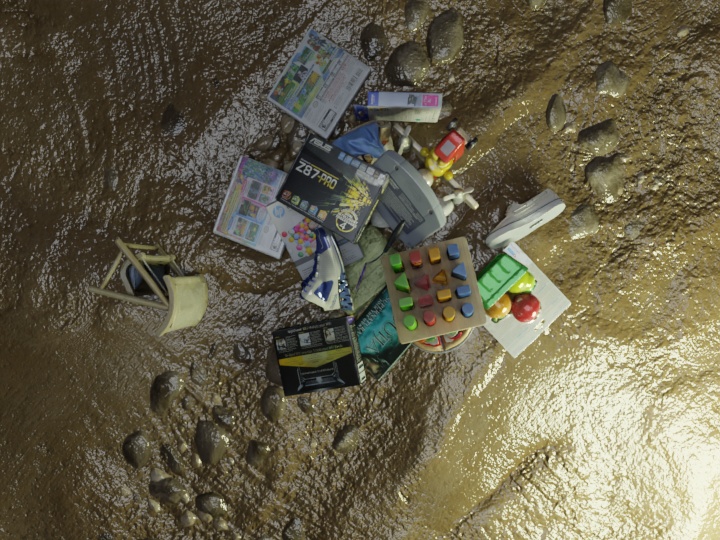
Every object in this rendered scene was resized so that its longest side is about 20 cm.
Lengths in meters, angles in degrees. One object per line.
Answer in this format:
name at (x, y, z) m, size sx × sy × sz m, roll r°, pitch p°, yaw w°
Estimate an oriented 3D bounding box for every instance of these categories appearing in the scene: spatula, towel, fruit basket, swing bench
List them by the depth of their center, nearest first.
spatula at (0.041, -0.035, 1.153) m, size 0.020 × 0.057 × 0.201 m, roll 36°, pitch 111°, yaw -8°
swing bench at (-0.460, 0.038, 1.174) m, size 0.199 × 0.199 × 0.131 m, roll 32°, pitch 92°, yaw 2°
fruit basket at (0.355, 0.068, 1.189) m, size 0.185 × 0.094 × 0.200 m, roll -45°, pitch 97°, yaw 3°
towel at (0.000, 0.000, 1.228) m, size 0.200 × 0.036 × 0.149 m, roll -43°, pitch 87°, yaw 4°

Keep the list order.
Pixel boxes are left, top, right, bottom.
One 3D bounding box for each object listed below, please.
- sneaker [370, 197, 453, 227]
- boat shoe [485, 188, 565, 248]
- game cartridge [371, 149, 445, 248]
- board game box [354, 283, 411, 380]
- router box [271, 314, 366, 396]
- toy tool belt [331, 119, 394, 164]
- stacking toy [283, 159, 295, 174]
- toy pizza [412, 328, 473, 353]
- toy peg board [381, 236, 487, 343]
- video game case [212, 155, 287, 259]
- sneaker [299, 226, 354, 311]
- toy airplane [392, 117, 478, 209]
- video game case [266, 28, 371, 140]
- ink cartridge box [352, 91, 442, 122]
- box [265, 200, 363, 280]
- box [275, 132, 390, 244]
sneaker at (0.119, -0.152, 1.190) m, size 0.197 × 0.071 × 0.081 m, roll -6°, pitch 121°, yaw 2°
boat shoe at (0.372, -0.125, 1.197) m, size 0.199 × 0.071 × 0.070 m, roll -32°, pitch 61°, yaw 7°
game cartridge at (0.092, -0.157, 1.118) m, size 0.201 × 0.133 × 0.041 m, roll 51°, pitch 49°, yaw -5°
board game box at (0.060, 0.138, 1.197) m, size 0.135 × 0.028 × 0.201 m, roll 43°, pitch 104°, yaw 16°
router box at (-0.099, 0.201, 1.207) m, size 0.197 × 0.052 × 0.160 m, roll -12°, pitch 90°, yaw 17°
toy tool belt at (-0.016, -0.272, 1.181) m, size 0.198 × 0.123 × 0.126 m, roll -26°, pitch 82°, yaw 3°
stacking toy at (-0.107, -0.168, 1.206) m, size 0.084 × 0.085 × 0.202 m, roll -20°, pitch 107°, yaw 3°
toy pizza at (0.168, 0.094, 1.187) m, size 0.197 × 0.032 × 0.203 m, roll 3°, pitch 96°, yaw 24°
toy peg board at (0.156, 0.037, 1.108) m, size 0.196 × 0.098 × 0.203 m, roll -14°, pitch 78°, yaw 7°
video game case at (-0.243, -0.154, 1.248) m, size 0.180 × 0.024 × 0.202 m, roll 21°, pitch 92°, yaw 3°
sneaker at (-0.088, 0.013, 1.140) m, size 0.114 × 0.081 × 0.202 m, roll -15°, pitch 112°, yaw -1°
toy airplane at (0.164, -0.230, 1.141) m, size 0.141 × 0.200 × 0.199 m, roll -45°, pitch 44°, yaw -19°
video game case at (-0.101, -0.450, 1.239) m, size 0.181 × 0.022 × 0.201 m, roll 34°, pitch 93°, yaw 3°
ink cartridge box at (0.084, -0.376, 1.179) m, size 0.197 × 0.119 × 0.043 m, roll 1°, pitch 92°, yaw 4°
box at (-0.101, -0.091, 1.170) m, size 0.154 × 0.041 × 0.202 m, roll -24°, pitch 106°, yaw 5°
box at (-0.058, -0.173, 1.088) m, size 0.198 × 0.049 × 0.163 m, roll 30°, pitch 92°, yaw 9°
